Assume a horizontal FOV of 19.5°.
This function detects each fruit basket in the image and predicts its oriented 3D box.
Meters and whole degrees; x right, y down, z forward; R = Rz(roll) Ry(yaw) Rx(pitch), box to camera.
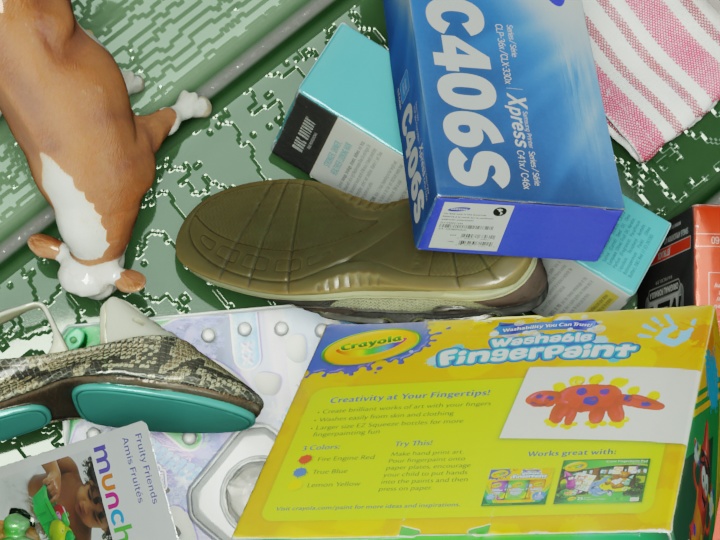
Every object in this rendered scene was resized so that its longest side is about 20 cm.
[{"bbox_3d":[-0.153,0.183,0.997,0.094,0.200,0.186,-8,82,-47],"label":"fruit basket"}]

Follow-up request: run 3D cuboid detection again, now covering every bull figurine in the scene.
[{"bbox_3d":[-0.140,-0.082,1.065,0.065,0.200,0.122,0,39,29],"label":"bull figurine"}]

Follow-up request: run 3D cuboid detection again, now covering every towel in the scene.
[{"bbox_3d":[0.180,-0.174,1.154,0.200,0.030,0.146,-40,88,-9],"label":"towel"}]

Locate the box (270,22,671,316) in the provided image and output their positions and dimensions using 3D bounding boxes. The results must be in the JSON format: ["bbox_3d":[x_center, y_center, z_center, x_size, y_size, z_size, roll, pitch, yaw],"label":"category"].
[{"bbox_3d":[0.055,-0.044,1.095,0.200,0.082,0.049,32,67,-1],"label":"box"}]

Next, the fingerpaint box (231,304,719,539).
[{"bbox_3d":[0.063,0.096,0.977,0.199,0.167,0.074,-4,123,19],"label":"fingerpaint box"}]

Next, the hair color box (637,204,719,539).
[{"bbox_3d":[0.185,0.073,1.085,0.061,0.102,0.201,1,81,-9],"label":"hair color box"}]

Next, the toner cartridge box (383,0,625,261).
[{"bbox_3d":[0.066,-0.099,1.044,0.095,0.043,0.200,4,52,-15],"label":"toner cartridge box"}]

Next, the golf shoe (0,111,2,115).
[{"bbox_3d":[-0.266,-0.140,1.087,0.200,0.077,0.088,26,86,-1],"label":"golf shoe"}]

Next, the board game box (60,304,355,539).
[{"bbox_3d":[-0.052,0.118,1.095,0.199,0.026,0.201,-5,83,-6],"label":"board game box"}]

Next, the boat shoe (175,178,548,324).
[{"bbox_3d":[0.001,-0.001,1.075,0.200,0.066,0.072,2,57,26],"label":"boat shoe"}]

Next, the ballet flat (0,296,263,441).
[{"bbox_3d":[-0.151,0.050,1.055,0.199,0.068,0.076,-6,67,-2],"label":"ballet flat"}]

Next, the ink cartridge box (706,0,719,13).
[{"bbox_3d":[0.262,-0.160,1.118,0.200,0.067,0.116,41,80,-14],"label":"ink cartridge box"}]
